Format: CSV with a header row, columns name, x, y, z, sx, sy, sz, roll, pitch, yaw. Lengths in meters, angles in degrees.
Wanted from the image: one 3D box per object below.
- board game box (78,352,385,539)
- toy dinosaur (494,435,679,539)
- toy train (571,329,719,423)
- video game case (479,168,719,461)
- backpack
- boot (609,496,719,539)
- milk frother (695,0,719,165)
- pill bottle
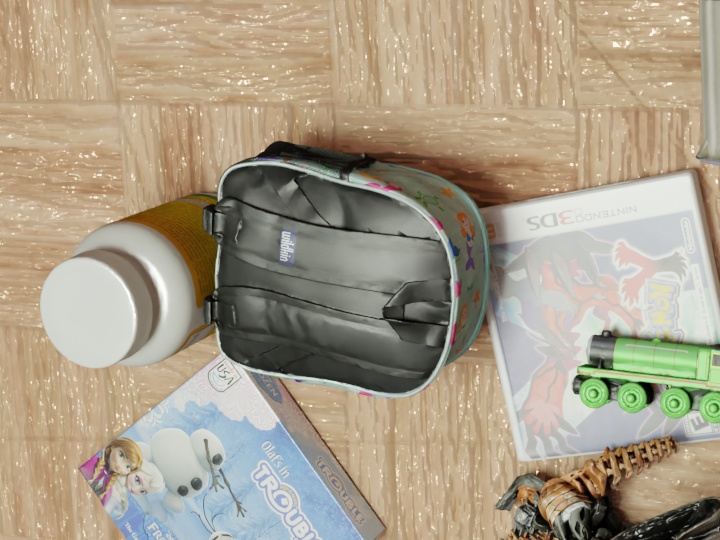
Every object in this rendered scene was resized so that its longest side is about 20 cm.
name,x,y,z,sx,sy,sz,roll,pitch,yaw
board game box,-0.113,0.194,1.389,0.199,0.043,0.201,-38,86,25
toy dinosaur,0.168,0.201,1.245,0.136,0.102,0.201,52,142,22
toy train,0.250,0.080,1.182,0.198,0.042,0.057,6,94,21
video game case,0.184,0.038,1.234,0.181,0.023,0.202,-10,99,25
backpack,0.000,0.000,1.233,0.199,0.150,0.179,13,110,28
boot,0.278,0.228,1.159,0.198,0.069,0.175,-19,121,8
milk frother,0.295,-0.161,1.041,0.179,0.200,0.190,-1,103,20
pill bottle,-0.161,0.010,1.278,0.112,0.200,0.114,6,105,22
